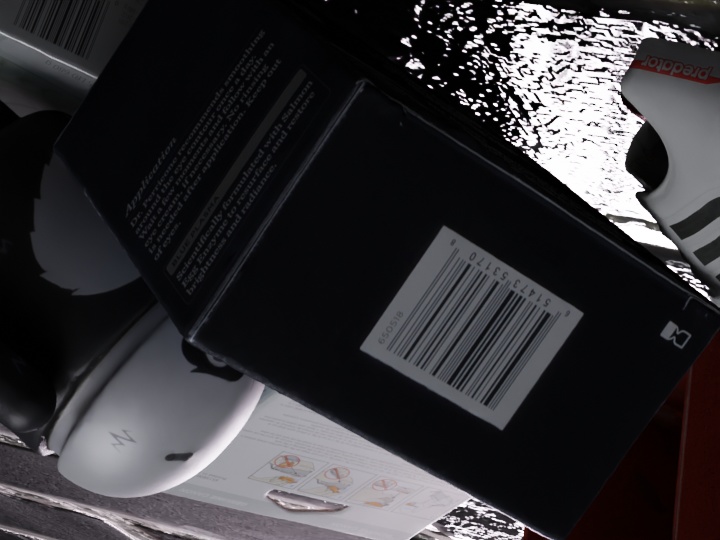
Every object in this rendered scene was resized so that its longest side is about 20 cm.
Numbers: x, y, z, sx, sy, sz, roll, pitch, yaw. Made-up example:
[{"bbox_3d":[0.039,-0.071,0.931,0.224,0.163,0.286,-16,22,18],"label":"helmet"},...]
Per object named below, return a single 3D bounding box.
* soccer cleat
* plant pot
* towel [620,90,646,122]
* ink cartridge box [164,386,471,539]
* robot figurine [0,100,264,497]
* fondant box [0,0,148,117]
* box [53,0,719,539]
[{"bbox_3d":[0.145,-0.026,0.837,0.085,0.069,0.200,23,162,22],"label":"soccer cleat"},{"bbox_3d":[0.206,0.151,1.180,0.175,0.202,0.200,12,165,-17],"label":"plant pot"},{"bbox_3d":[0.211,-0.028,0.895,0.144,0.023,0.200,5,157,42],"label":"towel"},{"bbox_3d":[0.001,0.098,1.297,0.199,0.044,0.173,17,143,-34],"label":"ink cartridge box"},{"bbox_3d":[-0.131,0.008,0.968,0.200,0.150,0.125,42,161,7],"label":"robot figurine"},{"bbox_3d":[-0.149,-0.094,1.030,0.143,0.059,0.200,25,163,-17],"label":"fondant box"},{"bbox_3d":[0.006,-0.017,0.870,0.196,0.118,0.200,31,-171,-31],"label":"box"}]
